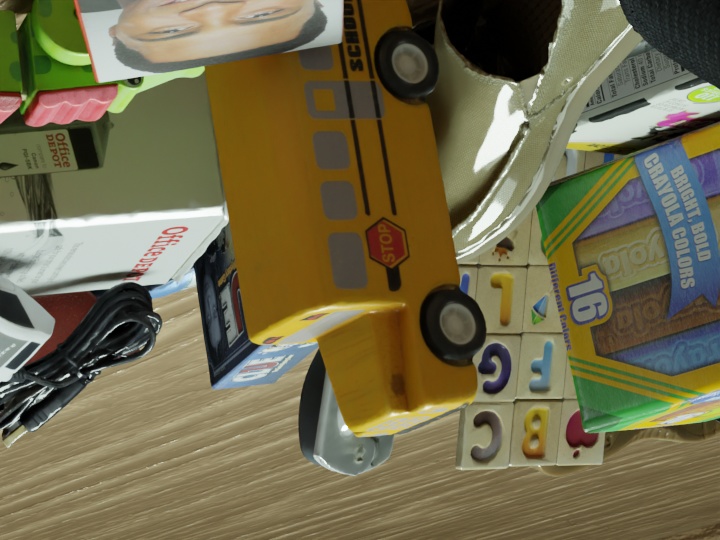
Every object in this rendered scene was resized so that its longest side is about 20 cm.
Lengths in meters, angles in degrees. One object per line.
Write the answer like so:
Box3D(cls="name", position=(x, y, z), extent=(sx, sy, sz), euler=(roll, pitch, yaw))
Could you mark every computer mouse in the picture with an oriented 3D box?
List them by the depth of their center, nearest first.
Box3D(cls="computer mouse", position=(-0.174, 0.026, 1.232), extent=(0.109, 0.044, 0.200), euler=(-34, 158, 12))

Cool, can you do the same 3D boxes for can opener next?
Box3D(cls="can opener", position=(0.000, 0.000, 1.352), extent=(0.053, 0.201, 0.067), euler=(2, -172, -44))

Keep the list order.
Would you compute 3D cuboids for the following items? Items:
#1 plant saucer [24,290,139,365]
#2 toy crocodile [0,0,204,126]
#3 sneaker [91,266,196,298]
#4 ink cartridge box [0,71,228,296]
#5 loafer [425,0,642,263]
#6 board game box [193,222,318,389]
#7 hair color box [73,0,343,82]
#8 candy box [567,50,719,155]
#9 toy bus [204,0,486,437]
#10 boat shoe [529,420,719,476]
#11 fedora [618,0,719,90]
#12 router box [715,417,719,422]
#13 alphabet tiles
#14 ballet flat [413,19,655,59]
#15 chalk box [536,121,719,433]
Box3D(cls="plant saucer", position=(-0.242, 0.018, 1.383), extent=(0.199, 0.037, 0.200), euler=(-10, -161, -34))
Box3D(cls="toy crocodile", position=(-0.151, -0.082, 1.122), extent=(0.199, 0.062, 0.067), euler=(-4, 167, -24))
Box3D(cls="sneaker", position=(-0.074, -0.026, 1.426), extent=(0.199, 0.074, 0.082), euler=(-12, 170, 18))
Box3D(cls="ink cartridge box", position=(-0.172, -0.039, 1.256), extent=(0.199, 0.083, 0.147), euler=(-5, 168, -16))
Box3D(cls="loafer", position=(0.056, -0.083, 1.144), extent=(0.067, 0.076, 0.200), euler=(4, 131, -40))
Box3D(cls="board game box", position=(-0.038, -0.033, 1.264), extent=(0.034, 0.136, 0.200), euler=(-5, 167, -18))
Box3D(cls="hair color box", position=(-0.057, -0.128, 0.983), extent=(0.101, 0.062, 0.200), euler=(-10, 169, -2))
Box3D(cls="candy box", position=(0.189, -0.107, 1.272), extent=(0.199, 0.061, 0.136), euler=(-19, 166, 40))
Box3D(cls="toy bus", position=(-0.010, -0.036, 1.110), extent=(0.078, 0.201, 0.065), euler=(-2, 167, -32))
Box3D(cls="boat shoe", position=(0.147, 0.057, 1.519), extent=(0.199, 0.072, 0.064), euler=(-11, -154, -40))
Box3D(cls="fedora", position=(0.159, -0.122, 1.050), extent=(0.091, 0.202, 0.200), euler=(23, -178, 24))
Box3D(cls="router box", position=(0.254, -0.016, 1.441), extent=(0.150, 0.062, 0.201), euler=(-1, 124, -53))
Box3D(cls="alphabet tiles", position=(0.094, -0.002, 1.379), extent=(0.166, 0.201, 0.006), euler=(2, -175, -41))
Box3D(cls="ballet flat", position=(0.056, -0.103, 1.224), extent=(0.199, 0.067, 0.057), euler=(-22, 141, 30))
Box3D(cls="chalk box", position=(0.203, -0.006, 1.307), extent=(0.199, 0.125, 0.124), euler=(-18, 168, 37))
